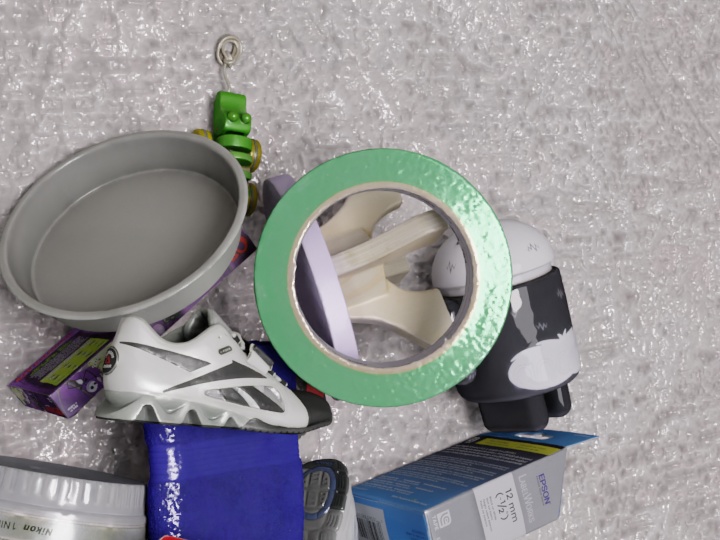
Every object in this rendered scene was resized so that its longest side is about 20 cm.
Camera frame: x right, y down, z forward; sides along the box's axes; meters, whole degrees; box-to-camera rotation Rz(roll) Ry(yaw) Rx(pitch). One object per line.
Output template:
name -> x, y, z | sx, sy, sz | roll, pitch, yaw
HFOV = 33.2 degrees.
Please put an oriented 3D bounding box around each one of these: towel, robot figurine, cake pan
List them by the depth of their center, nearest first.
cake pan -> -0.180, -0.030, 0.942 | 0.200, 0.200, 0.037 | -44, 142, -24
towel -> -0.110, 0.156, 0.951 | 0.148, 0.050, 0.200 | -1, 87, -44
robot figurine -> 0.137, 0.051, 1.149 | 0.125, 0.150, 0.200 | -14, 97, 4

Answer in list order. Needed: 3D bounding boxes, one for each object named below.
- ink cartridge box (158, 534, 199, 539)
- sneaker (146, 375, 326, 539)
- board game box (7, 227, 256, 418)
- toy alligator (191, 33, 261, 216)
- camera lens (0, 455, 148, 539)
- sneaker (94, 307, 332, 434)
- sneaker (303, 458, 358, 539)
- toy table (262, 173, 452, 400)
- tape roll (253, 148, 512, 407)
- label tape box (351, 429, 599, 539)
ink cartridge box -> -0.117, 0.301, 0.851 | 0.200, 0.084, 0.176 | -59, 146, -3
sneaker -> -0.123, 0.138, 1.024 | 0.200, 0.071, 0.098 | -42, 108, -27
board game box -> -0.183, 0.038, 0.965 | 0.200, 0.120, 0.032 | -44, 114, -23
toy alligator -> -0.112, -0.113, 1.048 | 0.059, 0.054, 0.200 | 7, 85, -30
camera lens -> -0.248, 0.246, 0.896 | 0.160, 0.160, 0.200 | 15, 81, -29
sneaker -> -0.095, 0.074, 0.887 | 0.200, 0.074, 0.089 | 14, 78, -44
sneaker -> -0.031, 0.263, 1.033 | 0.087, 0.074, 0.200 | 64, 30, -44
toy table -> 0.000, 0.000, 1.051 | 0.117, 0.184, 0.200 | -18, 90, -16
tape roll -> 0.017, 0.006, 0.949 | 0.200, 0.048, 0.201 | 0, 92, -3
label tape box -> 0.107, 0.204, 1.110 | 0.200, 0.143, 0.066 | -15, 95, -29
